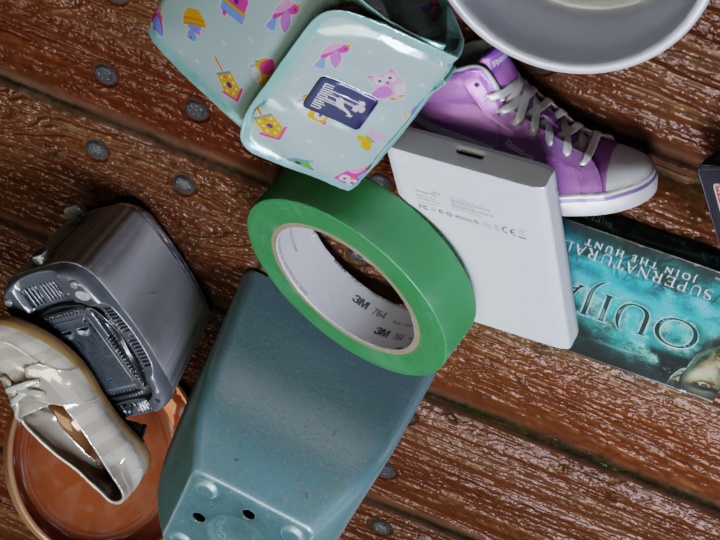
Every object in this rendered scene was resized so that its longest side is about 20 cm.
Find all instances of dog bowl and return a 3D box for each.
[{"bbox_3d":[0.146,-0.236,1.056,0.198,0.079,0.202,12,131,13],"label":"dog bowl"}]

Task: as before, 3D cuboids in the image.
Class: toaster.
[{"bbox_3d":[-0.214,0.038,1.408,0.113,0.130,0.201,-14,121,33],"label":"toaster"}]

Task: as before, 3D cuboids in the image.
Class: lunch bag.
[{"bbox_3d":[-0.033,-0.171,1.132,0.200,0.122,0.171,48,134,7],"label":"lunch bag"}]

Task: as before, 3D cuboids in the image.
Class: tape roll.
[{"bbox_3d":[0.000,0.000,1.290,0.199,0.048,0.201,31,154,17],"label":"tape roll"}]

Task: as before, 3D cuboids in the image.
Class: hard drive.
[{"bbox_3d":[0.097,-0.022,1.223,0.131,0.027,0.201,18,148,25],"label":"hard drive"}]

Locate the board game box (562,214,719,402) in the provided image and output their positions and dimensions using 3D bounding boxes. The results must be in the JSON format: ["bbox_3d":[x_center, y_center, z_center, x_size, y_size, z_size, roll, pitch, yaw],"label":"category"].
[{"bbox_3d":[0.214,0.022,1.283,0.198,0.028,0.136,19,133,7],"label":"board game box"}]

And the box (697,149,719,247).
[{"bbox_3d":[0.348,0.008,1.121,0.198,0.049,0.202,8,122,52],"label":"box"}]

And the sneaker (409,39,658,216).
[{"bbox_3d":[0.126,-0.110,1.180,0.198,0.073,0.115,11,129,14],"label":"sneaker"}]

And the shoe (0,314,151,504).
[{"bbox_3d":[-0.256,0.121,1.370,0.070,0.054,0.200,-23,117,36],"label":"shoe"}]

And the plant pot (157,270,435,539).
[{"bbox_3d":[-0.076,0.166,1.411,0.194,0.201,0.197,27,134,-2],"label":"plant pot"}]

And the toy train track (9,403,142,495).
[{"bbox_3d":[-0.276,0.138,1.554,0.201,0.032,0.115,52,127,6],"label":"toy train track"}]

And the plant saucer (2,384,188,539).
[{"bbox_3d":[-0.242,0.173,1.495,0.200,0.201,0.032,47,151,-19],"label":"plant saucer"}]
